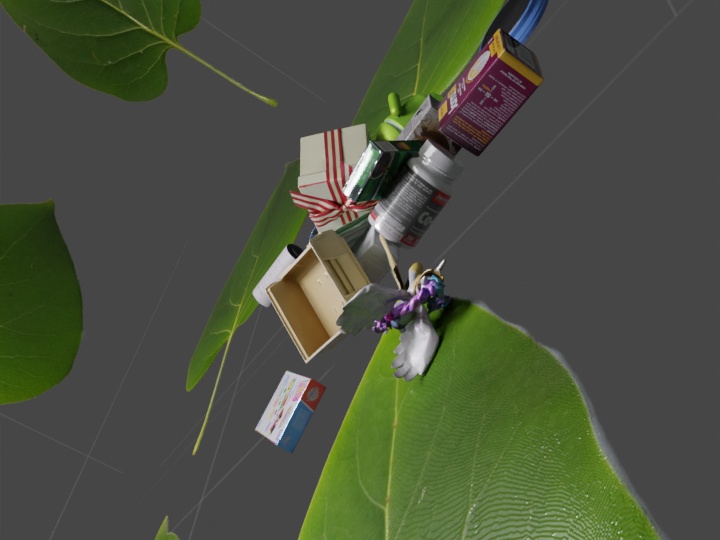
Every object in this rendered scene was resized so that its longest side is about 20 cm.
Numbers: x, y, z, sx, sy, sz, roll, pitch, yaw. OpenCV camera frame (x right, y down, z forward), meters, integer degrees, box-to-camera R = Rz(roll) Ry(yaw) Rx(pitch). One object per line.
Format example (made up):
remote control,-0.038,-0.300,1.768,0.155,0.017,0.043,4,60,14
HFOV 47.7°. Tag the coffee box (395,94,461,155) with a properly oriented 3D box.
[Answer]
coffee box,0.134,-0.258,1.756,0.200,0.113,0.080,-52,17,25

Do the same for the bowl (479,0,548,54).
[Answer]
bowl,0.335,-0.542,1.796,0.201,0.039,0.201,-52,17,24

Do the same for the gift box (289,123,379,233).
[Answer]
gift box,-0.050,-0.202,1.812,0.183,0.200,0.188,-14,51,14

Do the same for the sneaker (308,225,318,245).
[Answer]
sneaker,-0.074,-0.133,2.251,0.200,0.075,0.078,-53,6,-9

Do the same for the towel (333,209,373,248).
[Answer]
towel,-0.032,-0.048,1.808,0.152,0.023,0.200,-30,-20,-27

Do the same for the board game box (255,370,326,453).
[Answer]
board game box,-0.153,0.299,1.747,0.154,0.040,0.200,-62,17,-11

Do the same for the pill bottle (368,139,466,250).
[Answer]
pill bottle,0.115,-0.151,1.620,0.200,0.114,0.114,-54,17,15

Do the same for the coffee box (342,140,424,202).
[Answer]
coffee box,0.057,-0.202,1.640,0.200,0.044,0.123,-13,-40,-57

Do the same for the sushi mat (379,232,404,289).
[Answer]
sushi mat,0.065,-0.002,1.567,0.012,0.096,0.200,-20,21,1

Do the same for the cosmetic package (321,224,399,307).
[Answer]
cosmetic package,0.000,0.000,1.767,0.200,0.071,0.102,-49,18,29

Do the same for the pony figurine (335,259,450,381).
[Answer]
pony figurine,0.073,0.063,1.350,0.193,0.166,0.200,-52,1,-3

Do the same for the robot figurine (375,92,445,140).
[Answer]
robot figurine,0.118,-0.320,1.855,0.200,0.176,0.116,-42,43,-11

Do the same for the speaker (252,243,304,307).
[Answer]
speaker,-0.240,0.015,2.437,0.200,0.081,0.081,-51,18,26

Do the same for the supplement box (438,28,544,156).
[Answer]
supplement box,0.250,-0.347,1.586,0.200,0.103,0.131,-50,19,29

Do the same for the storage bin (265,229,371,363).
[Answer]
storage bin,-0.081,0.051,1.685,0.093,0.199,0.200,-20,-17,-44
